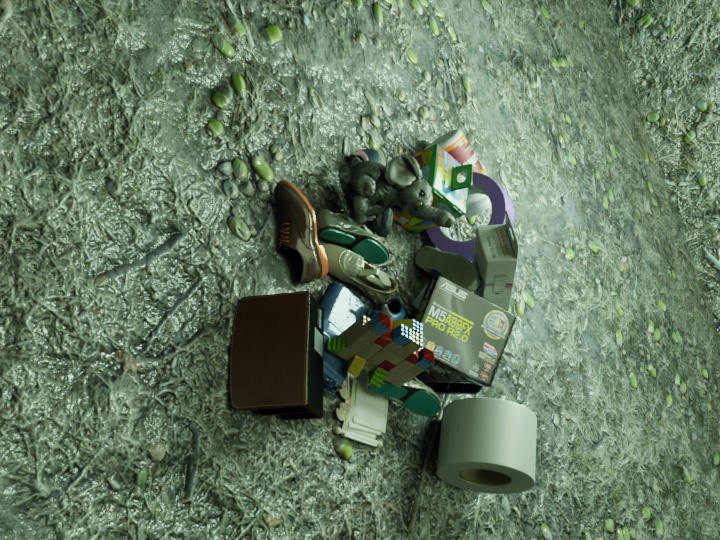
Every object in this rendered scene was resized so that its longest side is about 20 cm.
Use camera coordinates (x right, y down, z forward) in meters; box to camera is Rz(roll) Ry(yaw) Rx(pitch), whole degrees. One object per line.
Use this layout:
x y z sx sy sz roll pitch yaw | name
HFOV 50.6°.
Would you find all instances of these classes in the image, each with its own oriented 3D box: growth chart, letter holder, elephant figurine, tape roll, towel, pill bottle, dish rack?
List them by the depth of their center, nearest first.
-0.144 0.150 1.320 0.101 0.142 0.201 60 27 -64 | letter holder
-0.054 0.126 1.453 0.112 0.048 0.200 45 47 -26 | towel
0.010 0.246 1.497 0.145 0.018 0.201 35 51 -33 | growth chart
0.084 -0.162 1.565 0.142 0.199 0.156 -90 176 -81 | elephant figurine
0.264 0.366 1.586 0.202 0.202 0.140 35 51 -33 | tape roll
0.202 0.163 1.616 0.153 0.055 0.201 5 111 -23 | dish rack
0.252 -0.124 1.770 0.066 0.199 0.201 24 56 -59 | tape roll
0.247 -0.237 1.885 0.200 0.113 0.113 57 42 -15 | pill bottle

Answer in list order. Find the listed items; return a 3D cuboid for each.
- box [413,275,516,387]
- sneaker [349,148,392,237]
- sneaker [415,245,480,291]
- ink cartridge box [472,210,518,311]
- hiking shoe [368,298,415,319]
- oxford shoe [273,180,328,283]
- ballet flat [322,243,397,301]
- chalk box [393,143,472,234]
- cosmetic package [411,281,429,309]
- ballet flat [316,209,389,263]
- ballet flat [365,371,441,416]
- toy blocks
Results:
0.204 0.125 1.553 0.200 0.044 0.161 28 77 -17 | box
0.018 -0.168 1.654 0.082 0.070 0.201 -1 75 -26 | sneaker
0.218 0.012 1.705 0.111 0.200 0.077 31 87 -38 | sneaker
0.284 -0.017 1.626 0.117 0.067 0.200 -98 -174 -46 | ink cartridge box
0.082 0.101 1.560 0.200 0.074 0.087 -2 104 -60 | hiking shoe
-0.125 -0.073 1.442 0.072 0.071 0.201 -24 93 -45 | oxford shoe
0.000 0.000 1.549 0.200 0.069 0.070 32 53 -35 | ballet flat
0.160 -0.186 1.701 0.124 0.200 0.125 32 52 -35 | chalk box
0.221 0.114 1.699 0.200 0.113 0.081 38 89 -28 | cosmetic package
-0.013 -0.075 1.569 0.200 0.067 0.064 24 49 -40 | ballet flat
0.089 0.231 1.528 0.200 0.072 0.072 31 53 -36 | ballet flat
0.059 0.137 1.407 0.200 0.137 0.100 30 40 -25 | toy blocks
